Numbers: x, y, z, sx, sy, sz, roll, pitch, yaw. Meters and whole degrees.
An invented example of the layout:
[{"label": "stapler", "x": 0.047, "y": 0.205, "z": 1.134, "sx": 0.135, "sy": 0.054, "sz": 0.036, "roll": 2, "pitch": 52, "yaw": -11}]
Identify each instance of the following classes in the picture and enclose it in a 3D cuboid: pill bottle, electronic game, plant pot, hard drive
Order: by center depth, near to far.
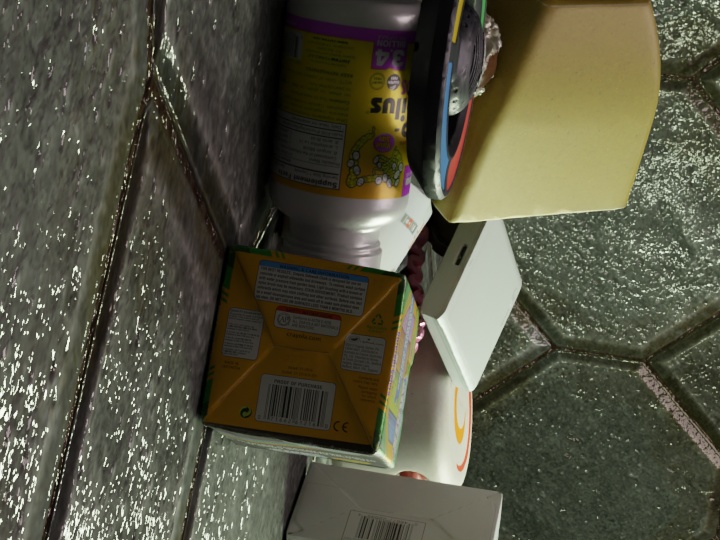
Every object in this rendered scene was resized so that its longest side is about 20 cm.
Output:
[{"label": "electronic game", "x": 0.067, "y": -0.149, "z": 1.240, "sx": 0.200, "sy": 0.041, "sz": 0.201, "roll": 8, "pitch": 90, "yaw": -81}, {"label": "pill bottle", "x": -0.011, "y": -0.099, "z": 1.266, "sx": 0.104, "sy": 0.104, "sz": 0.201, "roll": -58, "pitch": 156, "yaw": -74}, {"label": "plant pot", "x": 0.144, "y": -0.184, "z": 1.508, "sx": 0.196, "sy": 0.194, "sz": 0.200, "roll": 60, "pitch": -37, "yaw": 36}, {"label": "hard drive", "x": 0.110, "y": 0.024, "z": 1.694, "sx": 0.132, "sy": 0.026, "sz": 0.200, "roll": -64, "pitch": 159, "yaw": -16}]

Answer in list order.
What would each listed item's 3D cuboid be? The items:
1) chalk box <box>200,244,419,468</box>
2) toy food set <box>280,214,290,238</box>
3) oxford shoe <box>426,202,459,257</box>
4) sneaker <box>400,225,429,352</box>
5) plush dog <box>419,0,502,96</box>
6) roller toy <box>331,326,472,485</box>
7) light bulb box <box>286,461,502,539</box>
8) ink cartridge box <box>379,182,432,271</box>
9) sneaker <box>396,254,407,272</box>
[{"label": "chalk box", "x": -0.029, "y": 0.067, "z": 1.237, "sx": 0.200, "sy": 0.124, "sz": 0.124, "roll": 67, "pitch": 32, "yaw": -80}, {"label": "toy food set", "x": -0.016, "y": -0.091, "z": 1.428, "sx": 0.200, "sy": 0.060, "sz": 0.144, "roll": 11, "pitch": 87, "yaw": -83}, {"label": "oxford shoe", "x": 0.090, "y": -0.118, "z": 1.726, "sx": 0.085, "sy": 0.072, "sz": 0.201, "roll": 102, "pitch": -23, "yaw": -58}, {"label": "sneaker", "x": 0.012, "y": 0.011, "z": 1.666, "sx": 0.079, "sy": 0.095, "sz": 0.201, "roll": 130, "pitch": -32, "yaw": -53}, {"label": "plush dog", "x": 0.029, "y": -0.240, "z": 1.422, "sx": 0.172, "sy": 0.160, "sz": 0.201, "roll": -172, "pitch": -93, "yaw": -77}, {"label": "roller toy", "x": 0.036, "y": 0.145, "z": 1.831, "sx": 0.200, "sy": 0.139, "sz": 0.183, "roll": -60, "pitch": 147, "yaw": -67}, {"label": "light bulb box", "x": 0.029, "y": 0.314, "z": 1.716, "sx": 0.125, "sy": 0.197, "sz": 0.201, "roll": -68, "pitch": 163, "yaw": -58}, {"label": "ink cartridge box", "x": 0.001, "y": -0.005, "z": 1.426, "sx": 0.162, "sy": 0.050, "sz": 0.200, "roll": -57, "pitch": 178, "yaw": -3}, {"label": "sneaker", "x": 0.000, "y": 0.000, "z": 1.584, "sx": 0.074, "sy": 0.081, "sz": 0.201, "roll": 73, "pitch": 26, "yaw": -74}]
